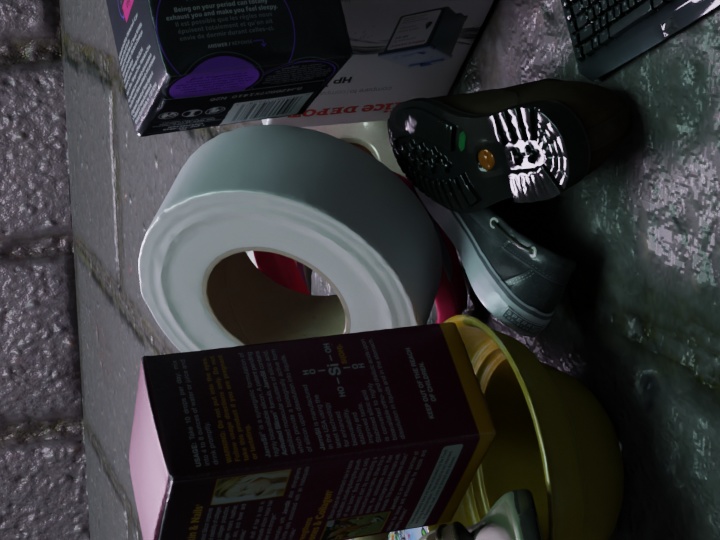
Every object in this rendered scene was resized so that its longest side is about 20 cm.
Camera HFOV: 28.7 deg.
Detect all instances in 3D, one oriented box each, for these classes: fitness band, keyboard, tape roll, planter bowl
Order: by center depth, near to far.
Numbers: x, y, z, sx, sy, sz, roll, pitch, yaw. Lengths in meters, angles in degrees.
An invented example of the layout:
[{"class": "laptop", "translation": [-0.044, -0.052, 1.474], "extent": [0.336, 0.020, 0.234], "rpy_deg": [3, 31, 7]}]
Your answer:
[{"class": "keyboard", "translation": [0.155, -0.189, 0.758], "extent": [0.200, 0.020, 0.129], "rpy_deg": [152, 111, -68]}, {"class": "planter bowl", "translation": [0.108, 0.125, 0.878], "extent": [0.200, 0.082, 0.203], "rpy_deg": [175, 90, -71]}, {"class": "tape roll", "translation": [-0.046, 0.003, 0.952], "extent": [0.204, 0.200, 0.071], "rpy_deg": [106, -176, -45]}, {"class": "fitness band", "translation": [0.000, 0.000, 1.025], "extent": [0.201, 0.142, 0.038], "rpy_deg": [69, -155, -44]}]

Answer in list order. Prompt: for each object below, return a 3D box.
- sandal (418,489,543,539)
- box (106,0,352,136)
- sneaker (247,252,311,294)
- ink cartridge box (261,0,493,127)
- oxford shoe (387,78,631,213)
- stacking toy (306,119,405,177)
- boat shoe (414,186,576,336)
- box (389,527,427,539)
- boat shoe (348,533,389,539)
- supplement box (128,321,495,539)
[{"class": "sandal", "translation": [0.061, 0.181, 0.816], "extent": [0.201, 0.057, 0.081], "rpy_deg": [132, 130, -64]}, {"class": "box", "translation": [-0.095, -0.200, 0.870], "extent": [0.106, 0.121, 0.202], "rpy_deg": [145, 113, -66]}, {"class": "sneaker", "translation": [-0.090, -0.005, 1.229], "extent": [0.200, 0.098, 0.076], "rpy_deg": [-123, 33, -86]}, {"class": "ink cartridge box", "translation": [0.009, -0.192, 0.979], "extent": [0.201, 0.145, 0.087], "rpy_deg": [115, 142, -55]}, {"class": "oxford shoe", "translation": [0.090, -0.081, 0.872], "extent": [0.199, 0.084, 0.073], "rpy_deg": [11, 123, 55]}, {"class": "stacking toy", "translation": [-0.006, -0.048, 1.145], "extent": [0.200, 0.144, 0.148], "rpy_deg": [83, 175, -70]}, {"class": "boat shoe", "translation": [0.090, -0.040, 0.920], "extent": [0.067, 0.069, 0.201], "rpy_deg": [-54, 27, 22]}, {"class": "box", "translation": [0.041, 0.226, 1.088], "extent": [0.110, 0.034, 0.202], "rpy_deg": [-126, 38, -51]}, {"class": "boat shoe", "translation": [-0.005, 0.127, 1.020], "extent": [0.201, 0.072, 0.064], "rpy_deg": [-119, 39, -66]}, {"class": "supplement box", "translation": [-0.033, 0.105, 0.849], "extent": [0.111, 0.198, 0.086], "rpy_deg": [108, 150, -49]}]
